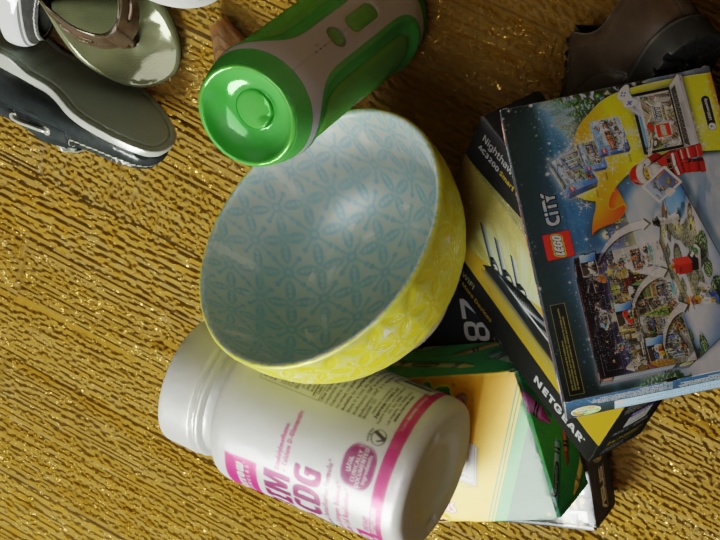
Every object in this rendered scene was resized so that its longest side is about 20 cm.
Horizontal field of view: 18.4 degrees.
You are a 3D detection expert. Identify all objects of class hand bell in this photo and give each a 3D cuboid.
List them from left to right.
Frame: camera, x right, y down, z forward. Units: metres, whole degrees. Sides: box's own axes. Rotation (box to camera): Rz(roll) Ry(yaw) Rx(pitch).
[{"bbox_3d":[-0.062,-0.093,1.636,0.104,0.104,0.200,-25,89,37],"label":"hand bell"}]

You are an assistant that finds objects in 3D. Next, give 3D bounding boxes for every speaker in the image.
[{"bbox_3d":[-0.029,-0.141,1.499,0.088,0.200,0.089,13,122,23],"label":"speaker"}]

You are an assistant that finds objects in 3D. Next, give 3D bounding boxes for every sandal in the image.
[{"bbox_3d":[-0.200,-0.198,1.609,0.080,0.057,0.201,-25,135,13],"label":"sandal"}]

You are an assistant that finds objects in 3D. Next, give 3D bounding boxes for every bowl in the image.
[{"bbox_3d":[0.000,0.000,1.517,0.200,0.200,0.108,-13,145,34],"label":"bowl"}]

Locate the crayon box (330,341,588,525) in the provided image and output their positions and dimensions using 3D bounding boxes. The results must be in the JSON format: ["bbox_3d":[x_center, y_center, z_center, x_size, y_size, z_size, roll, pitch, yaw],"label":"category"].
[{"bbox_3d":[0.055,0.119,1.623,0.200,0.058,0.119,-6,110,33],"label":"crayon box"}]

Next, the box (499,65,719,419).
[{"bbox_3d":[0.173,-0.019,1.383,0.136,0.038,0.200,-12,69,3],"label":"box"}]

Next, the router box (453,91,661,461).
[{"bbox_3d":[0.136,0.005,1.486,0.200,0.052,0.157,53,150,21],"label":"router box"}]

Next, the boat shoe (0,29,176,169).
[{"bbox_3d":[-0.226,-0.126,1.704,0.200,0.076,0.060,35,128,23],"label":"boat shoe"}]

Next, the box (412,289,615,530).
[{"bbox_3d":[0.098,0.091,1.652,0.161,0.049,0.200,2,115,27],"label":"box"}]

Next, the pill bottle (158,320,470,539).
[{"bbox_3d":[-0.034,0.110,1.564,0.200,0.113,0.113,21,124,22],"label":"pill bottle"}]

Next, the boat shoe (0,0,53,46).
[{"bbox_3d":[-0.221,-0.248,1.639,0.066,0.070,0.200,19,121,9],"label":"boat shoe"}]

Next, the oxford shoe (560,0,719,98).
[{"bbox_3d":[0.167,-0.121,1.496,0.084,0.073,0.200,58,137,24],"label":"oxford shoe"}]

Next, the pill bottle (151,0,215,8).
[{"bbox_3d":[-0.102,-0.284,1.520,0.109,0.109,0.200,38,128,6],"label":"pill bottle"}]
